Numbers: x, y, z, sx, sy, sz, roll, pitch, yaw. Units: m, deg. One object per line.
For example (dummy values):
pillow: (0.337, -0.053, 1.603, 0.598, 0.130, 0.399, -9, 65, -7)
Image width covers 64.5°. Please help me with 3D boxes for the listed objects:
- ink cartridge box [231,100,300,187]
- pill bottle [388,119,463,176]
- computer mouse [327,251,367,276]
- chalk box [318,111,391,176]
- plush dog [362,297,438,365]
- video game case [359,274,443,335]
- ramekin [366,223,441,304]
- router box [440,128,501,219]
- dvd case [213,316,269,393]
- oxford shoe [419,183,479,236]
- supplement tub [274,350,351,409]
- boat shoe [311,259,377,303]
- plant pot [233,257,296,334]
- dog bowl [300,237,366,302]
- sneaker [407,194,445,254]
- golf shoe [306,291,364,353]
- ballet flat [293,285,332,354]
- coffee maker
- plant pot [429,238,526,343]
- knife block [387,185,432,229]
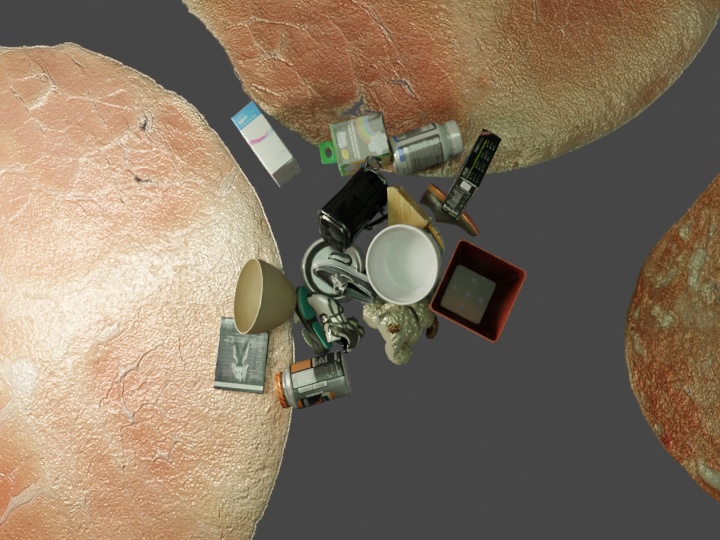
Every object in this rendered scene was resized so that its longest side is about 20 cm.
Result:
ink cartridge box: (-0.264, -0.353, 1.617, 0.084, 0.145, 0.202, -37, 84, -2)
pill bottle: (0.184, -0.349, 1.616, 0.194, 0.114, 0.117, -17, 84, 1)
computer mouse: (0.000, 0.000, 1.575, 0.196, 0.034, 0.059, 29, 114, -7)
chalk box: (-0.019, -0.351, 1.620, 0.194, 0.124, 0.129, -13, 85, 2)
plush dog: (0.125, 0.127, 1.548, 0.170, 0.161, 0.202, -32, 83, -24)
video game case: (0.123, 0.059, 1.626, 0.196, 0.022, 0.186, 27, 86, 5)
ramekin: (0.121, -0.021, 1.489, 0.194, 0.105, 0.207, 3, 99, 22)
router box: (0.299, -0.261, 1.549, 0.061, 0.151, 0.203, 28, 60, 3)
dvd case: (-0.338, 0.241, 1.630, 0.144, 0.016, 0.207, 5, 84, 1)
oxford shoe: (0.254, -0.157, 1.627, 0.200, 0.071, 0.073, 44, 107, 9)
supplement tub: (-0.129, 0.303, 1.563, 0.194, 0.123, 0.126, -15, 84, 1)
boat shoe: (-0.046, 0.035, 1.542, 0.195, 0.073, 0.069, 24, 42, 1)
plant pot: (-0.253, 0.079, 1.571, 0.131, 0.198, 0.207, 11, 84, -32)
dog bowl: (-0.078, -0.004, 1.621, 0.193, 0.059, 0.207, 0, 84, 2)
sneaker: (0.168, -0.119, 1.621, 0.077, 0.078, 0.201, -41, 81, 12)
golf shoe: (-0.078, 0.142, 1.565, 0.199, 0.078, 0.095, 40, 57, -9)
ballet flat: (-0.150, 0.147, 1.606, 0.067, 0.068, 0.205, -27, 86, 28)
coffee maker: (-0.024, -0.179, 1.542, 0.132, 0.195, 0.201, 20, 55, 34)
plant pot: (0.303, 0.061, 1.542, 0.196, 0.176, 0.204, 26, 85, 4)
knife block: (0.107, -0.106, 1.575, 0.200, 0.064, 0.176, 46, 113, 7)
